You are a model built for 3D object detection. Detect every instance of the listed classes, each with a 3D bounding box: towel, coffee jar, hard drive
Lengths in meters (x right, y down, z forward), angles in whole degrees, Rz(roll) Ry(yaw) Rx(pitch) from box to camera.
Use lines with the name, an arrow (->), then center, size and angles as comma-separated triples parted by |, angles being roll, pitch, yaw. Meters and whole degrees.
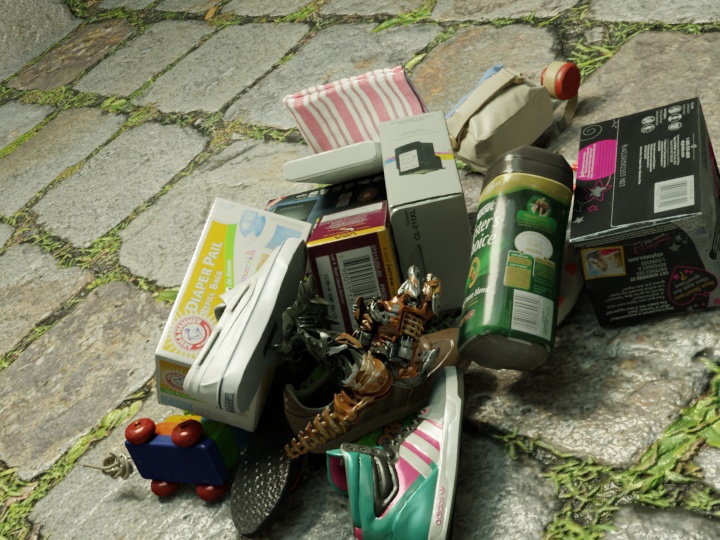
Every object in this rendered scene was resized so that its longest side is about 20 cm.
towel -> 0.003, -0.195, 1.503 | 0.197, 0.147, 0.030 | -9, 41, 30
coffee jar -> 0.150, -0.013, 1.061 | 0.104, 0.084, 0.203 | 122, 161, -67
hard drive -> 0.007, -0.135, 1.414 | 0.130, 0.027, 0.199 | -12, -2, 28

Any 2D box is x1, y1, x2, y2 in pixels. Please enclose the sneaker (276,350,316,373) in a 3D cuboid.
sneaker -> -0.112, 0.098, 1.257 | 0.197, 0.075, 0.089 | -24, 13, 10

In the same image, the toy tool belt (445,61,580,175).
toy tool belt -> 0.175, -0.207, 1.402 | 0.122, 0.126, 0.200 | 21, 56, 42

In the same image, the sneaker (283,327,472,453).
sneaker -> 0.018, 0.103, 1.073 | 0.198, 0.076, 0.071 | -31, 30, -3

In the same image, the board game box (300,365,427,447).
board game box -> 0.006, 0.144, 1.121 | 0.198, 0.030, 0.096 | 10, 48, 50

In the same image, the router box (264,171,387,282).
router box -> -0.046, -0.042, 1.399 | 0.197, 0.063, 0.151 | -12, 35, 25

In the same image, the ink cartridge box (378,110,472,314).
ink cartridge box -> 0.077, -0.065, 1.243 | 0.081, 0.148, 0.201 | -11, 33, 4

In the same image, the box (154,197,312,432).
box -> -0.129, 0.044, 1.136 | 0.110, 0.102, 0.203 | 14, 55, 1

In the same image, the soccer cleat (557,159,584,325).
soccer cleat -> 0.213, -0.022, 1.161 | 0.068, 0.078, 0.203 | 2, 61, 26

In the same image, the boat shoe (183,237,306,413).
boat shoe -> -0.106, 0.040, 1.036 | 0.064, 0.074, 0.201 | 12, 45, 13

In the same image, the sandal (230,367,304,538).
sandal -> -0.083, 0.183, 1.113 | 0.074, 0.045, 0.202 | -24, 34, 24

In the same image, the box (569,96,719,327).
box -> 0.290, -0.059, 1.097 | 0.130, 0.116, 0.202 | -12, 36, 24

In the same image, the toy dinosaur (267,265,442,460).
toy dinosaur -> -0.006, 0.076, 1.008 | 0.135, 0.103, 0.200 | 33, 58, 13

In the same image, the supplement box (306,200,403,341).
supplement box -> 0.000, 0.000, 1.180 | 0.084, 0.112, 0.200 | -11, 10, 4

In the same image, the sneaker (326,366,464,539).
sneaker -> 0.030, 0.165, 0.988 | 0.118, 0.085, 0.202 | 6, 44, 7

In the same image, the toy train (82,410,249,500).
toy train -> -0.202, 0.176, 1.201 | 0.197, 0.086, 0.116 | -4, 28, 36
